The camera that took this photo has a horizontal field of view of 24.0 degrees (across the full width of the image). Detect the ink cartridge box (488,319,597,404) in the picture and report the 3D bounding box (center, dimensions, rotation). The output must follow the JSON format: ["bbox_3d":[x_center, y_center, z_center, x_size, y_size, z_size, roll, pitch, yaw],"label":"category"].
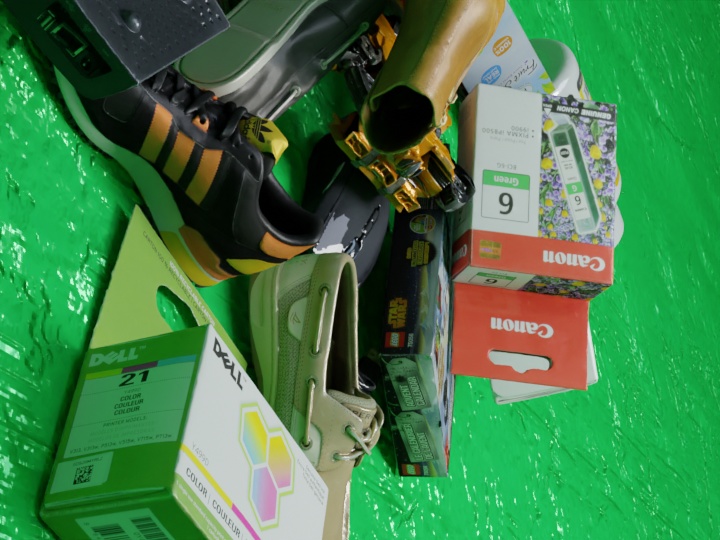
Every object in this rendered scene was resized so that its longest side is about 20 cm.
[{"bbox_3d":[0.129,0.008,1.339,0.200,0.083,0.146,-75,154,-81],"label":"ink cartridge box"}]

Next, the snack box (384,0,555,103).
[{"bbox_3d":[0.047,-0.215,1.257,0.169,0.068,0.200,52,0,39],"label":"snack box"}]

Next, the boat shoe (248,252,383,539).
[{"bbox_3d":[-0.022,0.090,1.009,0.072,0.064,0.202,7,77,-68],"label":"boat shoe"}]

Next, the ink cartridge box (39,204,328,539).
[{"bbox_3d":[-0.077,0.077,0.872,0.148,0.075,0.201,58,30,-41],"label":"ink cartridge box"}]

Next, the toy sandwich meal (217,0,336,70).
[{"bbox_3d":[-0.069,-0.200,1.050,0.205,0.070,0.207,-13,90,-69],"label":"toy sandwich meal"}]

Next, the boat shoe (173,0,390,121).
[{"bbox_3d":[-0.035,-0.145,1.004,0.200,0.067,0.057,-43,147,-29],"label":"boat shoe"}]

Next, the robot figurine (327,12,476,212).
[{"bbox_3d":[0.019,-0.117,1.166,0.145,0.058,0.201,46,21,-29],"label":"robot figurine"}]

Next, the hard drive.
[{"bbox_3d":[-0.151,-0.179,0.807,0.201,0.042,0.135,55,25,-8],"label":"hard drive"}]

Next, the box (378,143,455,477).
[{"bbox_3d":[0.046,0.027,1.212,0.138,0.039,0.201,79,13,-46],"label":"box"}]

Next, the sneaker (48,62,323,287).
[{"bbox_3d":[-0.088,-0.078,0.909,0.070,0.089,0.201,-80,149,-45],"label":"sneaker"}]

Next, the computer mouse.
[{"bbox_3d":[0.000,0.000,1.149,0.201,0.046,0.141,-71,142,-53],"label":"computer mouse"}]

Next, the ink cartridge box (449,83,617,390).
[{"bbox_3d":[0.122,-0.024,1.192,0.050,0.108,0.202,132,-36,-70],"label":"ink cartridge box"}]

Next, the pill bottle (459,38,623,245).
[{"bbox_3d":[0.173,-0.103,1.554,0.113,0.111,0.201,-77,148,-47],"label":"pill bottle"}]

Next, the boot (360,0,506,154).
[{"bbox_3d":[0.039,-0.136,1.052,0.145,0.070,0.201,-64,180,-13],"label":"boot"}]
